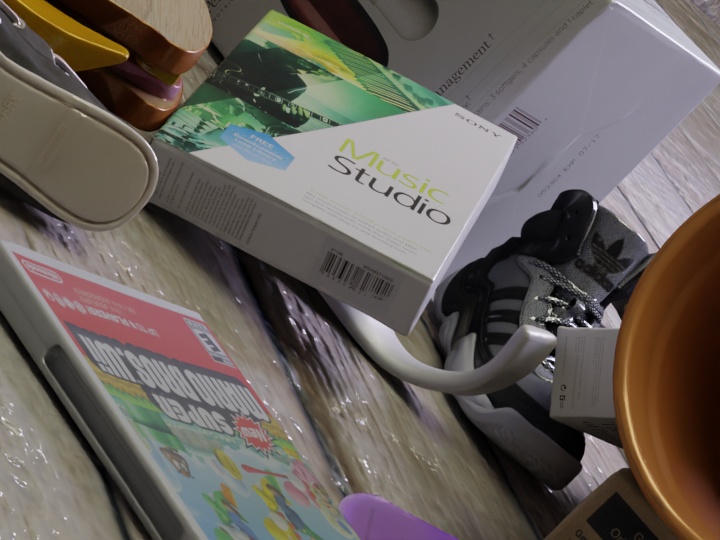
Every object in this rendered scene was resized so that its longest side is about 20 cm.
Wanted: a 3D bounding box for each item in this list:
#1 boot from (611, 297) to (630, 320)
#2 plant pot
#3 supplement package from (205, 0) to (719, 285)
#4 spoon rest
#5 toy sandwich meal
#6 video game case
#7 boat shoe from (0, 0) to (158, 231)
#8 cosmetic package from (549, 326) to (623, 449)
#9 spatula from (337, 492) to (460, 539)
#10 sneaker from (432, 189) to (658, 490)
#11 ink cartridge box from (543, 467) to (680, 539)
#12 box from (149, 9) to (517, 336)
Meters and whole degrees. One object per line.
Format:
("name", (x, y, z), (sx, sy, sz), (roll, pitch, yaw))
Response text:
("boot", (0.235, 0.083, 1.822), (0.200, 0.069, 0.174), (41, 15, -9))
("plant pot", (0.221, 0.065, 1.310), (0.200, 0.200, 0.140), (51, -1, 23))
("supplement package", (0.052, -0.125, 1.635), (0.147, 0.191, 0.200), (26, 22, -55))
("spoon rest", (0.000, 0.000, 1.436), (0.200, 0.061, 0.099), (36, 8, 25))
("toy sandwich meal", (-0.155, -0.140, 1.327), (0.205, 0.070, 0.205), (42, 14, -13))
("video game case", (-0.054, 0.076, 1.105), (0.200, 0.017, 0.143), (53, 15, 29))
("boat shoe", (-0.163, -0.082, 1.170), (0.200, 0.067, 0.057), (40, -2, -37))
("cosmetic package", (0.177, 0.073, 1.472), (0.200, 0.082, 0.051), (25, 67, -55))
("spatula", (0.066, 0.159, 1.202), (0.200, 0.021, 0.057), (43, 26, -17))
("sneaker", (0.102, 0.025, 1.505), (0.075, 0.114, 0.200), (39, 15, -22))
("ink cartridge box", (0.177, 0.175, 1.373), (0.165, 0.075, 0.200), (48, 13, 18))
("box", (-0.012, -0.051, 1.399), (0.144, 0.036, 0.200), (27, 25, 2))
